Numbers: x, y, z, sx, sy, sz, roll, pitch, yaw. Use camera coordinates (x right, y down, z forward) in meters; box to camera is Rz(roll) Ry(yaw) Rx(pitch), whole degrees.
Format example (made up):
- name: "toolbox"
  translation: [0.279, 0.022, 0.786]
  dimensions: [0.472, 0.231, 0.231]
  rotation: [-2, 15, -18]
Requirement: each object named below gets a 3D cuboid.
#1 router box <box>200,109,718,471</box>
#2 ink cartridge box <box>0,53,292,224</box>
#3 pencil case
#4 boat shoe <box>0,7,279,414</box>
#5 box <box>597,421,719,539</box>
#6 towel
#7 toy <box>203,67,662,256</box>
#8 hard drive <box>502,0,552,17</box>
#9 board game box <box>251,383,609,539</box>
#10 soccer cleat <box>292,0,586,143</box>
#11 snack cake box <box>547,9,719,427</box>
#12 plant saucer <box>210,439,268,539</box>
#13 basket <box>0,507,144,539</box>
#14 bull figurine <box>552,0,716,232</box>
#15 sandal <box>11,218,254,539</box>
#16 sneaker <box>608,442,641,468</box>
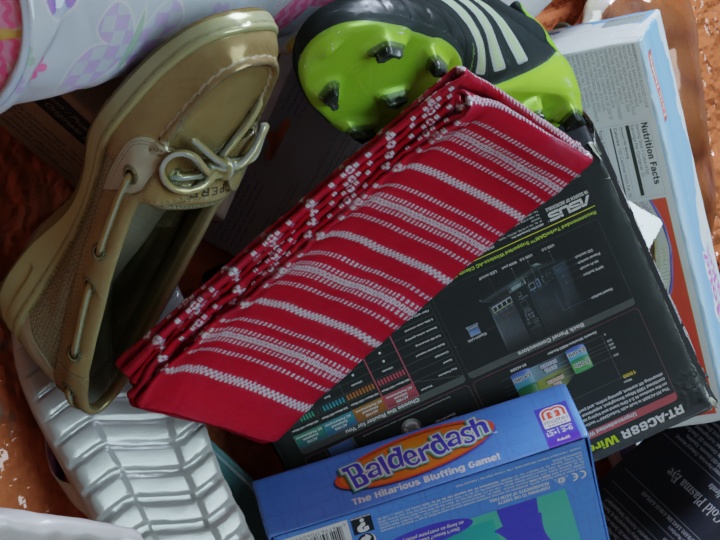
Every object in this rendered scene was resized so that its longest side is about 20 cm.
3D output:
- name: "router box"
  translation: [0.045, 0.033, 1.390]
  dimensions: [0.199, 0.062, 0.150]
  rotation: [-24, 112, 4]
- name: "ink cartridge box"
  translation: [-0.096, -0.144, 1.322]
  dimensions: [0.165, 0.075, 0.201]
  rotation: [40, 62, -37]
- name: "pencil case"
  translation: [-0.092, -0.117, 1.218]
  dimensions: [0.200, 0.091, 0.083]
  rotation: [-16, 62, -45]
- name: "boat shoe"
  translation: [-0.082, -0.025, 1.227]
  dimensions: [0.073, 0.201, 0.063]
  rotation: [-10, 57, -49]
- name: "box"
  translation: [0.208, 0.176, 1.562]
  dimensions: [0.182, 0.104, 0.200]
  rotation: [-42, 123, -3]
- name: "towel"
  translation: [0.000, 0.000, 1.278]
  dimensions: [0.023, 0.200, 0.145]
  rotation: [55, 13, 24]
- name: "toy"
  translation: [0.033, -0.021, 1.439]
  dimensions: [0.200, 0.047, 0.115]
  rotation: [29, 90, -12]
- name: "hard drive"
  translation: [0.059, -0.178, 1.409]
  dimensions: [0.200, 0.026, 0.132]
  rotation: [-45, 126, -35]
- name: "board game box"
  translation: [0.046, 0.161, 1.394]
  dimensions: [0.152, 0.045, 0.201]
  rotation: [-17, 126, -3]
- name: "soccer cleat"
  translation: [0.025, -0.095, 1.268]
  dimensions: [0.200, 0.067, 0.081]
  rotation: [11, 48, -58]
- name: "snack cake box"
  translation: [0.114, -0.019, 1.498]
  dimensions: [0.067, 0.115, 0.201]
  rotation: [-53, 131, -68]
- name: "plant saucer"
  translation: [-0.049, 0.141, 1.412]
  dimensions: [0.200, 0.019, 0.070]
  rotation: [47, 59, -36]
- name: "basket"
  translation: [-0.207, 0.184, 1.147]
  dimensions: [0.198, 0.160, 0.201]
  rotation: [11, 83, -45]
- name: "bull figurine"
  translation: [0.139, -0.097, 1.573]
  dimensions: [0.121, 0.065, 0.201]
  rotation: [-23, 104, -39]
- name: "sandal"
  translation: [-0.107, 0.072, 1.328]
  dimensions: [0.082, 0.050, 0.203]
  rotation: [-16, 86, -24]
- name: "sneaker"
  translation: [0.220, 0.049, 1.618]
  dimensions: [0.199, 0.115, 0.081]
  rotation: [-45, 120, -36]
